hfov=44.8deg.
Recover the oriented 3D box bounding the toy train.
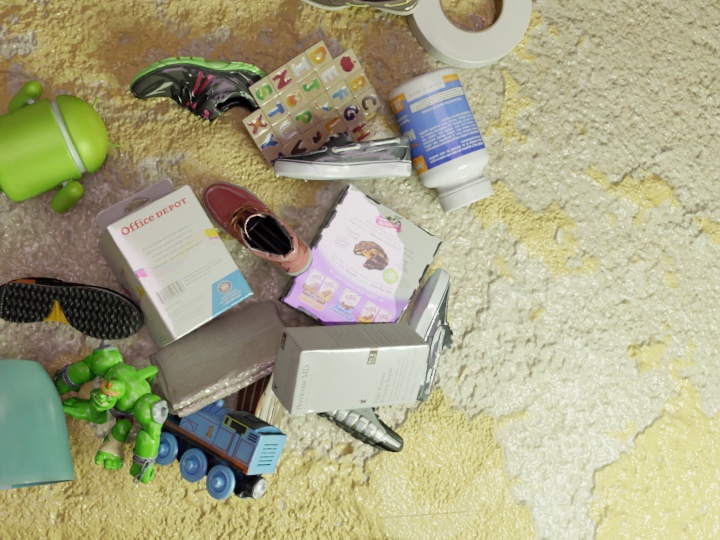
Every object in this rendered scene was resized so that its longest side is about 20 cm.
[{"bbox_3d":[-0.200,0.236,1.203,0.199,0.087,0.115,22,89,30],"label":"toy train"}]

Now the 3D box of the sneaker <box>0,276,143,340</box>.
[{"bbox_3d":[-0.395,0.042,1.210,0.199,0.090,0.070,9,103,-6],"label":"sneaker"}]

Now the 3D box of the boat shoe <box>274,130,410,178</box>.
[{"bbox_3d":[-0.026,-0.169,1.274,0.199,0.072,0.068,-2,92,1],"label":"boat shoe"}]

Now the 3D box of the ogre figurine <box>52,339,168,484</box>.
[{"bbox_3d":[-0.334,0.181,1.190,0.098,0.200,0.120,10,123,-46],"label":"ogre figurine"}]

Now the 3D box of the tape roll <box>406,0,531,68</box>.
[{"bbox_3d":[0.170,-0.421,1.373,0.202,0.037,0.204,0,88,-11],"label":"tape roll"}]

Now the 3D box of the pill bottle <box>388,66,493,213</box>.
[{"bbox_3d":[0.126,-0.193,1.315,0.112,0.112,0.201,-21,91,-11],"label":"pill bottle"}]

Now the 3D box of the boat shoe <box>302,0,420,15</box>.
[{"bbox_3d":[-0.007,-0.428,1.311,0.199,0.060,0.072,10,90,2],"label":"boat shoe"}]

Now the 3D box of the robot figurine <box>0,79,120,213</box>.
[{"bbox_3d":[-0.439,-0.169,1.199,0.199,0.116,0.176,-24,87,-12],"label":"robot figurine"}]

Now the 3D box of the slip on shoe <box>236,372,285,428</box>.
[{"bbox_3d":[-0.138,0.198,1.271,0.060,0.076,0.201,22,77,-40],"label":"slip on shoe"}]

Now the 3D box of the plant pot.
[{"bbox_3d":[-0.480,0.204,1.141,0.200,0.201,0.162,-4,76,-11],"label":"plant pot"}]

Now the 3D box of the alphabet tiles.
[{"bbox_3d":[-0.070,-0.236,1.303,0.200,0.006,0.167,-36,114,-11],"label":"alphabet tiles"}]

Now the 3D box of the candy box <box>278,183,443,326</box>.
[{"bbox_3d":[0.000,0.000,1.302,0.167,0.072,0.201,31,83,-8],"label":"candy box"}]

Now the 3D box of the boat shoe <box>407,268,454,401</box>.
[{"bbox_3d":[0.108,0.099,1.318,0.068,0.072,0.201,19,84,-11],"label":"boat shoe"}]

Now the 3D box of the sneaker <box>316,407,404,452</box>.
[{"bbox_3d":[-0.001,0.181,1.294,0.200,0.075,0.116,33,69,-16],"label":"sneaker"}]

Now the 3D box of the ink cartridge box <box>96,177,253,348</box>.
[{"bbox_3d":[-0.266,-0.014,1.212,0.128,0.125,0.201,-31,92,-25],"label":"ink cartridge box"}]

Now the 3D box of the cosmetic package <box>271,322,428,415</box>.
[{"bbox_3d":[-0.014,0.133,1.204,0.199,0.074,0.102,-2,116,-29],"label":"cosmetic package"}]

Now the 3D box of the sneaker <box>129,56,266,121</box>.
[{"bbox_3d":[-0.233,-0.260,1.265,0.199,0.077,0.084,-1,84,-10],"label":"sneaker"}]

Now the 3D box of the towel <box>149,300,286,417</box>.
[{"bbox_3d":[-0.191,0.122,1.232,0.199,0.133,0.035,-24,130,-12],"label":"towel"}]

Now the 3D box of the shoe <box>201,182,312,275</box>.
[{"bbox_3d":[-0.155,-0.071,1.233,0.200,0.091,0.072,38,85,16],"label":"shoe"}]
